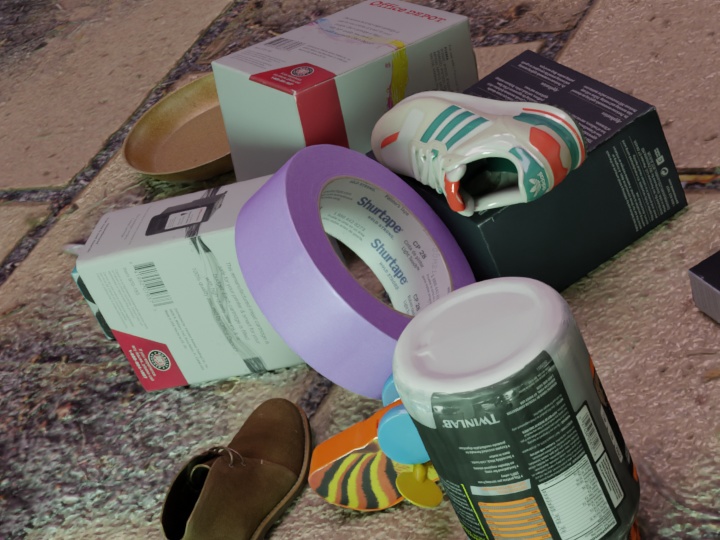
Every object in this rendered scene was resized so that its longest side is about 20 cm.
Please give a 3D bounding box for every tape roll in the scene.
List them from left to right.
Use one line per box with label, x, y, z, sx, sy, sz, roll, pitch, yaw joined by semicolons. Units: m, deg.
tape roll;0.000;0.000;1.423;0.066;0.200;0.200;-43;21;31

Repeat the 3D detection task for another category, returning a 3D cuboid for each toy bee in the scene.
toy bee;0.061;0.123;1.329;0.200;0.109;0.131;-33;23;44

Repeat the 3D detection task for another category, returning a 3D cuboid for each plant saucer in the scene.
plant saucer;-0.153;-0.149;1.927;0.200;0.035;0.200;-19;32;12

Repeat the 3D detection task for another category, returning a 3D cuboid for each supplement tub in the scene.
supplement tub;0.108;0.114;1.194;0.122;0.200;0.123;-18;32;11

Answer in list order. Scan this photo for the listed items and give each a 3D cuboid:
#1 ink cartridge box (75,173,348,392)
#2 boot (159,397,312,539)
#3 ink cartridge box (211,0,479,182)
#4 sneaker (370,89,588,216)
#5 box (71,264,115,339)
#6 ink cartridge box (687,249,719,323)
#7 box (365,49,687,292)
ink cartridge box;-0.116;0.010;1.559;0.200;0.145;0.083;-11;31;22
boot;-0.093;0.155;1.399;0.074;0.076;0.200;-9;34;28
ink cartridge box;-0.006;-0.147;1.682;0.200;0.145;0.145;-26;29;-27
sneaker;0.075;-0.088;1.444;0.200;0.070;0.093;7;38;37
box;-0.154;0.004;1.656;0.200;0.082;0.049;-10;34;24
ink cartridge box;0.370;0.002;1.329;0.198;0.043;0.200;-31;33;-10
box;0.137;-0.077;1.551;0.182;0.104;0.200;-32;32;-13
